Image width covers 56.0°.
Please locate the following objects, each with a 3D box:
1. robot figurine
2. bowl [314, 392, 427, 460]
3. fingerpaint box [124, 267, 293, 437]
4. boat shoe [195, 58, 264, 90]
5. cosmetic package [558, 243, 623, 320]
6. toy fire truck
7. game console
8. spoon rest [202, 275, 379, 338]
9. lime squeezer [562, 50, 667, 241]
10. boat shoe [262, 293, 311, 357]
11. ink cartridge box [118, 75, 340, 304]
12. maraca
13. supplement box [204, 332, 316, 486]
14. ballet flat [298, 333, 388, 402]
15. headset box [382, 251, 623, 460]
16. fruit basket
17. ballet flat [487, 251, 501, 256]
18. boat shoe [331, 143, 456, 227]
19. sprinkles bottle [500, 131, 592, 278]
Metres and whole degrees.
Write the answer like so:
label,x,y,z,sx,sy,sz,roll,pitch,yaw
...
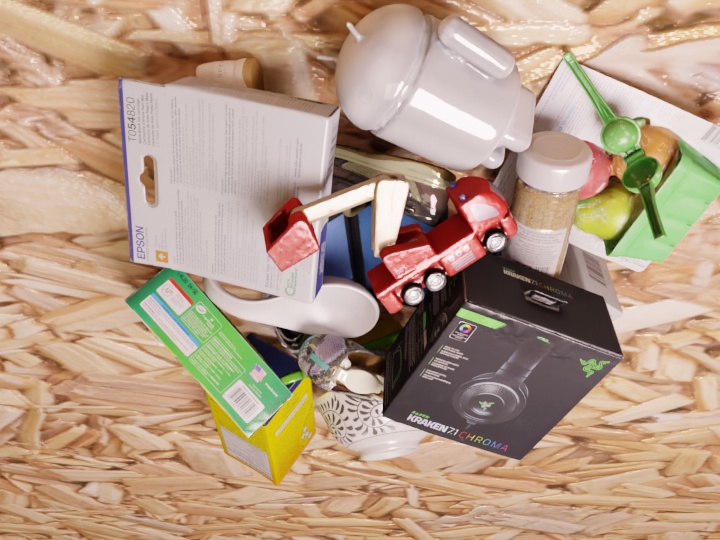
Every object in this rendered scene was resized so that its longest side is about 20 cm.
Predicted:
label,x,y,z,sx,sy,sz,roll,pitch,yaw
robot figurine,0.062,-0.162,0.611,0.200,0.113,0.170,21,153,-21
bowl,0.036,0.228,1.015,0.201,0.094,0.201,-9,156,-4
fingerpaint box,-0.181,0.089,0.807,0.200,0.073,0.167,50,166,-7
boat shoe,-0.130,-0.122,0.696,0.069,0.071,0.200,3,129,2
cosmetic package,0.219,0.053,0.859,0.071,0.102,0.200,27,133,-27
toy fire truck,0.029,-0.038,0.613,0.200,0.049,0.141,-33,121,7
game console,0.000,0.000,0.783,0.171,0.118,0.200,-34,142,-22
spoon rest,-0.078,0.033,0.739,0.200,0.061,0.099,15,139,-4
lime squeezer,0.239,-0.111,0.626,0.071,0.200,0.038,-3,155,-35
boat shoe,-0.089,0.067,0.902,0.072,0.069,0.200,-1,138,1
ink cartridge box,-0.127,-0.078,0.651,0.200,0.041,0.200,13,122,7
maraca,-0.017,0.111,0.888,0.200,0.107,0.137,-16,170,-47
supplement box,-0.142,0.208,1.003,0.109,0.110,0.200,25,143,20
ballet flat,0.012,0.126,0.791,0.072,0.072,0.200,-29,148,29
headset box,0.141,0.085,0.703,0.174,0.093,0.200,21,128,-13
fruit basket,0.257,-0.103,0.711,0.200,0.094,0.185,26,128,3
ballet flat,0.137,0.043,0.820,0.068,0.067,0.200,40,92,-6
boat shoe,-0.006,-0.087,0.682,0.201,0.066,0.072,12,179,20
sprinkles bottle,0.182,-0.041,0.696,0.068,0.068,0.200,1,132,0
